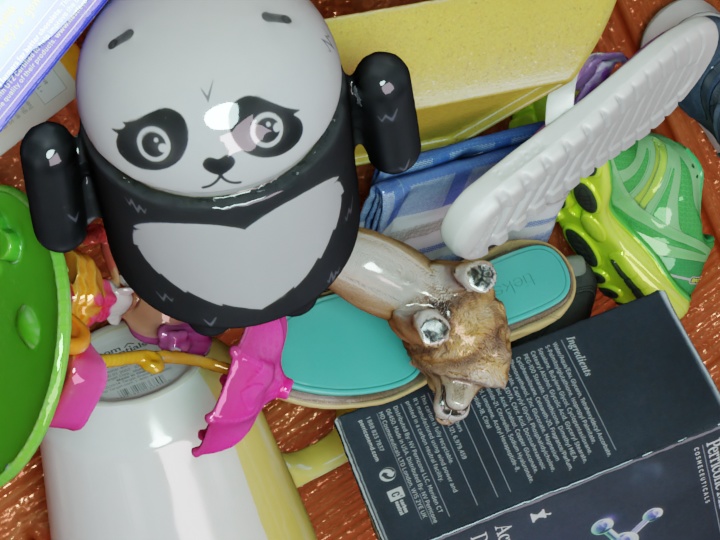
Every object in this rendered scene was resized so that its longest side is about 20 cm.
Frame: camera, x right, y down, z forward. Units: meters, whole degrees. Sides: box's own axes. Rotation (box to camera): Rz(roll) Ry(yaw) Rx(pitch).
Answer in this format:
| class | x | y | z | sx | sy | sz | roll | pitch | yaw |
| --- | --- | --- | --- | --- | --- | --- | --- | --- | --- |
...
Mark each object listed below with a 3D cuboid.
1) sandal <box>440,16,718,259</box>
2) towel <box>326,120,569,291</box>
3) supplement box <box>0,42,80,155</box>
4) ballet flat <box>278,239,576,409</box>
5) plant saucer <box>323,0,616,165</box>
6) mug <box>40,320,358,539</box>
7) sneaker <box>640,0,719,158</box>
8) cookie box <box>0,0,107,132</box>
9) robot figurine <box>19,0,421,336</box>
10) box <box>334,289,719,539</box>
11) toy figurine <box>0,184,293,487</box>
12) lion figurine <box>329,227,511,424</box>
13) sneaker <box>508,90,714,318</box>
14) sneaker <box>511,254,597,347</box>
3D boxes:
| class | x | y | z | sx | sy | sz | roll | pitch | yaw |
| --- | --- | --- | --- | --- | --- | --- | --- | --- | --- |
| sandal | 0.112 | -0.083 | 1.509 | 0.203 | 0.050 | 0.083 | -37 | 162 | -27 |
| towel | 0.050 | -0.011 | 1.606 | 0.147 | 0.024 | 0.200 | -16 | 152 | -24 |
| supplement box | -0.244 | -0.087 | 1.370 | 0.200 | 0.074 | 0.126 | -38 | 134 | -5 |
| ballet flat | 0.025 | 0.037 | 1.573 | 0.200 | 0.069 | 0.063 | -15 | 168 | -22 |
| plant saucer | 0.014 | -0.090 | 1.464 | 0.200 | 0.200 | 0.049 | -12 | 84 | -25 |
| mug | -0.102 | 0.100 | 1.582 | 0.187 | 0.149 | 0.153 | -54 | 141 | -46 |
| sneaker | 0.261 | -0.067 | 1.663 | 0.202 | 0.146 | 0.077 | 28 | 104 | -44 |
| cookie box | -0.217 | -0.153 | 1.263 | 0.200 | 0.075 | 0.171 | 40 | 91 | -15 |
| robot figurine | -0.063 | -0.051 | 1.309 | 0.150 | 0.125 | 0.200 | -48 | 155 | -24 |
| box | 0.106 | 0.126 | 1.601 | 0.200 | 0.107 | 0.149 | -22 | 139 | -3 |
| toy figurine | -0.127 | 0.028 | 1.448 | 0.184 | 0.200 | 0.150 | 8 | 121 | -39 |
| lion figurine | 0.000 | 0.000 | 1.478 | 0.200 | 0.122 | 0.073 | 36 | 82 | -5 |
| sneaker | 0.148 | -0.056 | 1.664 | 0.084 | 0.074 | 0.200 | -54 | 136 | -22 |
| sneaker | 0.108 | 0.074 | 1.694 | 0.075 | 0.079 | 0.200 | -16 | 142 | -28 |
